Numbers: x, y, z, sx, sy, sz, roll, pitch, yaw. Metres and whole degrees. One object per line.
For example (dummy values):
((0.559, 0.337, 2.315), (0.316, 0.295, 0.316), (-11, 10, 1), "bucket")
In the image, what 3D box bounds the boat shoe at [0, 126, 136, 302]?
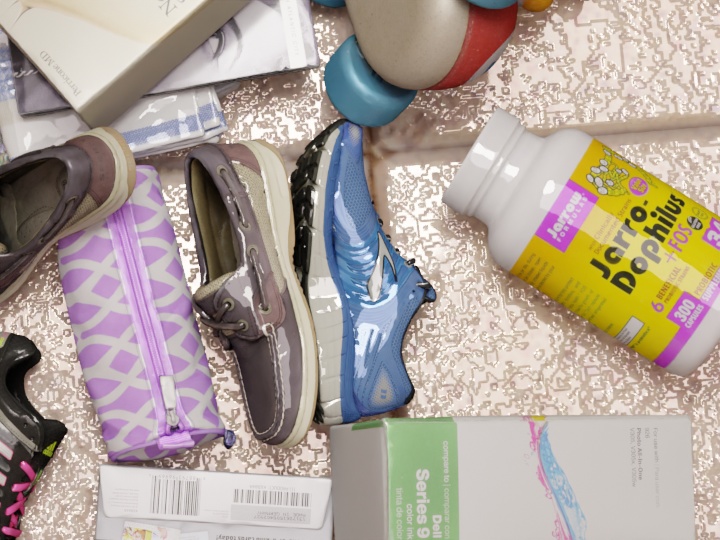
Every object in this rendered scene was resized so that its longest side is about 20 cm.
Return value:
((-0.228, -0.030, 1.506), (0.200, 0.065, 0.072), (-30, 74, 32), "boat shoe")

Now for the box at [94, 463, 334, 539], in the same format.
((-0.099, 0.230, 1.536), (0.155, 0.041, 0.201), (3, 82, -2), "box")

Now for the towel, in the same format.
((-0.180, -0.165, 1.571), (0.146, 0.024, 0.201), (-14, 82, -2), "towel")

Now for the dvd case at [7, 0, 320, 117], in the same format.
((-0.136, -0.188, 1.554), (0.199, 0.016, 0.149), (-9, 81, -1), "dvd case")

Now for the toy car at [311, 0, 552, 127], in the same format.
((0.088, -0.203, 1.554), (0.200, 0.184, 0.177), (-4, 66, -34), "toy car")

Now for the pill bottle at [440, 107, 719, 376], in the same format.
((0.155, -0.023, 1.548), (0.200, 0.104, 0.104), (32, 82, 2), "pill bottle")

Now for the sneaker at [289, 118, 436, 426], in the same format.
((0.000, 0.000, 1.562), (0.089, 0.079, 0.201), (-3, 85, -17), "sneaker")

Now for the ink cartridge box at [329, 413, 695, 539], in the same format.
((0.093, 0.134, 1.486), (0.199, 0.145, 0.088), (-1, 84, -14), "ink cartridge box")

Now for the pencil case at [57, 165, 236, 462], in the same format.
((-0.147, 0.029, 1.538), (0.084, 0.086, 0.201), (-16, 83, -7), "pencil case")

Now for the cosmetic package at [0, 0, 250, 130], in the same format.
((-0.131, -0.193, 1.509), (0.200, 0.073, 0.104), (-43, 81, -5), "cosmetic package")

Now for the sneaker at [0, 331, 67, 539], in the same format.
((-0.229, 0.128, 1.526), (0.087, 0.074, 0.200), (-11, 78, 2), "sneaker")

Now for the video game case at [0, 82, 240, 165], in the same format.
((-0.206, -0.168, 1.593), (0.182, 0.023, 0.200), (-28, 85, -6), "video game case")

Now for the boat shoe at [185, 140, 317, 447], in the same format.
((-0.075, 0.015, 1.511), (0.065, 0.072, 0.201), (-1, 78, -34), "boat shoe")
